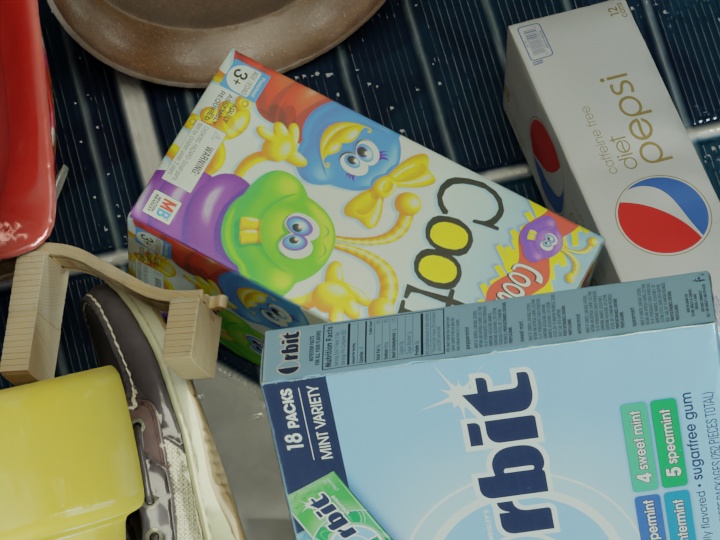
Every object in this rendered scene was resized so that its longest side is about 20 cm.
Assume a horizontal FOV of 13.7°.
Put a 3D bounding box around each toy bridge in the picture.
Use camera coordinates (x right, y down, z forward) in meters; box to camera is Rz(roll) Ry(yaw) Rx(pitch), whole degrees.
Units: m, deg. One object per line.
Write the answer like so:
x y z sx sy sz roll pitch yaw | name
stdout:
-0.152 0.021 1.405 0.200 0.027 0.067 -5 64 23 | toy bridge

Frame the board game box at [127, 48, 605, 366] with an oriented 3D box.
0.000 0.000 1.428 0.200 0.105 0.103 27 68 8 | board game box

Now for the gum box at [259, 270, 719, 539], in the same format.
0.068 0.094 1.343 0.200 0.170 0.045 -7 32 6 | gum box

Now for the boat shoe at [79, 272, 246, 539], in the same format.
-0.099 0.096 1.399 0.065 0.072 0.200 -18 73 -12 | boat shoe

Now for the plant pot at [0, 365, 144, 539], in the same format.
-0.183 0.154 1.308 0.200 0.201 0.189 -13 90 -10 | plant pot

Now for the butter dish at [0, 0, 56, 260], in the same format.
-0.236 -0.080 1.320 0.200 0.148 0.200 -7 103 -8 | butter dish

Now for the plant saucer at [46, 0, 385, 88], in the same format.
-0.065 -0.180 1.465 0.200 0.201 0.035 -14 43 -10 | plant saucer

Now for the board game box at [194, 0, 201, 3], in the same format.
-0.110 -0.217 1.457 0.095 0.200 0.030 -38 39 16 | board game box

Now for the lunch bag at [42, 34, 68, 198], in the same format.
-0.246 -0.075 1.453 0.200 0.082 0.177 -9 69 -8 | lunch bag

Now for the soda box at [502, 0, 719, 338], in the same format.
0.131 -0.032 1.453 0.064 0.068 0.200 -14 59 -10 | soda box
